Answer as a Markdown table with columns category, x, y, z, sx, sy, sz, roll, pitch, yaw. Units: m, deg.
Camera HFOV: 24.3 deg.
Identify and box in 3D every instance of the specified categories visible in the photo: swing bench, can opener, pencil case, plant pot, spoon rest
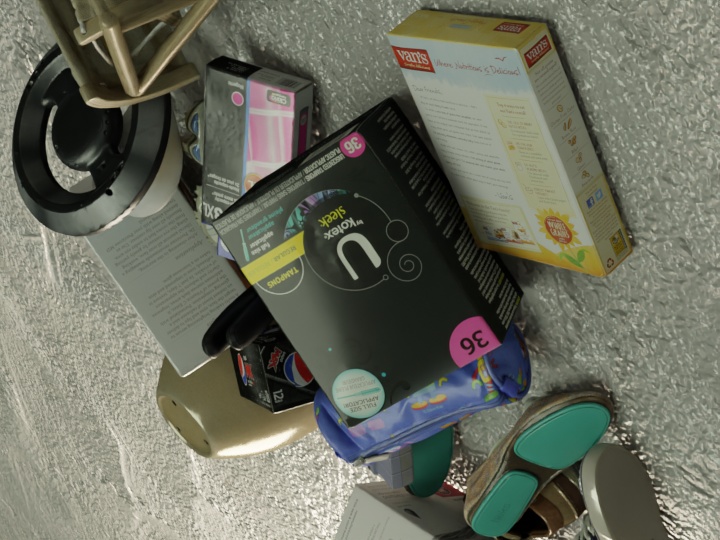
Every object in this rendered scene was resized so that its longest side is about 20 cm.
| category | x | y | z | sx | sy | sz | roll | pitch | yaw |
| --- | --- | --- | --- | --- | --- | --- | --- | --- | --- |
| swing bench | -0.214 | -0.258 | 1.371 | 0.199 | 0.130 | 0.200 | 60 | 156 | 9 |
| can opener | -0.097 | 0.030 | 1.562 | 0.063 | 0.200 | 0.079 | -27 | 103 | 33 |
| pencil case | 0.052 | 0.108 | 1.442 | 0.200 | 0.087 | 0.078 | -26 | 144 | 29 |
| plant pot | -0.146 | 0.129 | 1.840 | 0.200 | 0.134 | 0.200 | 38 | 153 | 24 |
| spoon rest | -0.210 | -0.149 | 1.573 | 0.099 | 0.061 | 0.200 | -14 | 81 | 39 |

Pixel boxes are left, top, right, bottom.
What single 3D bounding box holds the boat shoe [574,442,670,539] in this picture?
| category | x | y | z | sx | sy | sz | roll | pitch | yaw |
| --- | --- | --- | --- | --- | --- | --- | --- | --- | --- |
| boat shoe | 0.214 | 0.228 | 1.455 | 0.093 | 0.075 | 0.200 | 2 | 129 | 46 |

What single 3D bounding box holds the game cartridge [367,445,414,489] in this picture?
| category | x | y | z | sx | sy | sz | roll | pitch | yaw |
| --- | --- | --- | --- | --- | --- | --- | --- | --- | --- |
| game cartridge | -0.009 | 0.109 | 1.616 | 0.200 | 0.038 | 0.130 | 48 | 146 | 49 |

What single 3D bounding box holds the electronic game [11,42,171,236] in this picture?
| category | x | y | z | sx | sy | sz | roll | pitch | yaw |
| --- | --- | --- | --- | --- | --- | --- | --- | --- | --- |
| electronic game | -0.250 | -0.130 | 1.539 | 0.200 | 0.200 | 0.042 | 29 | -170 | 37 |

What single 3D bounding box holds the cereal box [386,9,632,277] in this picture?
| category | x | y | z | sx | sy | sz | roll | pitch | yaw |
| --- | --- | --- | --- | --- | --- | --- | --- | --- | --- |
| cereal box | 0.109 | -0.094 | 1.226 | 0.144 | 0.040 | 0.200 | 17 | 140 | 50 |

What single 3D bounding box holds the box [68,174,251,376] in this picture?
| category | x | y | z | sx | sy | sz | roll | pitch | yaw |
| --- | --- | --- | --- | --- | --- | --- | --- | --- | --- |
| box | -0.197 | -0.017 | 1.694 | 0.200 | 0.106 | 0.152 | 57 | 178 | -17 |

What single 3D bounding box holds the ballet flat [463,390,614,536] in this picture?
| category | x | y | z | sx | sy | sz | roll | pitch | yaw |
| --- | --- | --- | --- | --- | --- | --- | --- | --- | --- |
| ballet flat | 0.148 | 0.151 | 1.451 | 0.068 | 0.067 | 0.200 | 25 | 128 | -19 |

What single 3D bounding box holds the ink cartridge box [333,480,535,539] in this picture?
| category | x | y | z | sx | sy | sz | roll | pitch | yaw |
| --- | --- | --- | --- | --- | --- | --- | --- | --- | --- |
| ink cartridge box | 0.095 | 0.287 | 1.645 | 0.200 | 0.146 | 0.083 | 29 | 105 | 36 |

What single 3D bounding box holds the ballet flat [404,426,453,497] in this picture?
| category | x | y | z | sx | sy | sz | roll | pitch | yaw |
| --- | --- | --- | --- | --- | --- | --- | --- | --- | --- |
| ballet flat | 0.051 | 0.133 | 1.616 | 0.075 | 0.068 | 0.200 | 48 | 154 | 39 |

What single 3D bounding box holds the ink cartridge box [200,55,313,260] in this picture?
| category | x | y | z | sx | sy | sz | roll | pitch | yaw |
| --- | --- | --- | --- | --- | --- | --- | --- | --- | --- |
| ink cartridge box | -0.093 | -0.083 | 1.477 | 0.095 | 0.037 | 0.200 | 19 | 124 | 24 |

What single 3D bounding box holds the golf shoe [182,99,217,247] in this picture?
| category | x | y | z | sx | sy | sz | roll | pitch | yaw |
| --- | --- | --- | --- | --- | --- | --- | --- | --- | --- |
| golf shoe | -0.105 | -0.075 | 1.565 | 0.097 | 0.078 | 0.200 | 26 | 148 | 29 |

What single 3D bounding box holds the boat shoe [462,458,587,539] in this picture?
| category | x | y | z | sx | sy | sz | roll | pitch | yaw |
| --- | --- | --- | --- | --- | --- | --- | --- | --- | --- |
| boat shoe | 0.143 | 0.217 | 1.562 | 0.076 | 0.072 | 0.200 | 52 | 155 | -4 |

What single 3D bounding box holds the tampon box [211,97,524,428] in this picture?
| category | x | y | z | sx | sy | sz | roll | pitch | yaw |
| --- | --- | --- | --- | --- | --- | --- | --- | --- | --- |
| tampon box | 0.009 | -0.007 | 1.329 | 0.150 | 0.126 | 0.200 | -31 | 98 | 22 |

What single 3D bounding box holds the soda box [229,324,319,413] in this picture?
| category | x | y | z | sx | sy | sz | roll | pitch | yaw |
| --- | --- | --- | --- | --- | --- | --- | --- | --- | --- |
| soda box | -0.082 | 0.094 | 1.664 | 0.200 | 0.063 | 0.071 | -179 | 76 | -76 |
